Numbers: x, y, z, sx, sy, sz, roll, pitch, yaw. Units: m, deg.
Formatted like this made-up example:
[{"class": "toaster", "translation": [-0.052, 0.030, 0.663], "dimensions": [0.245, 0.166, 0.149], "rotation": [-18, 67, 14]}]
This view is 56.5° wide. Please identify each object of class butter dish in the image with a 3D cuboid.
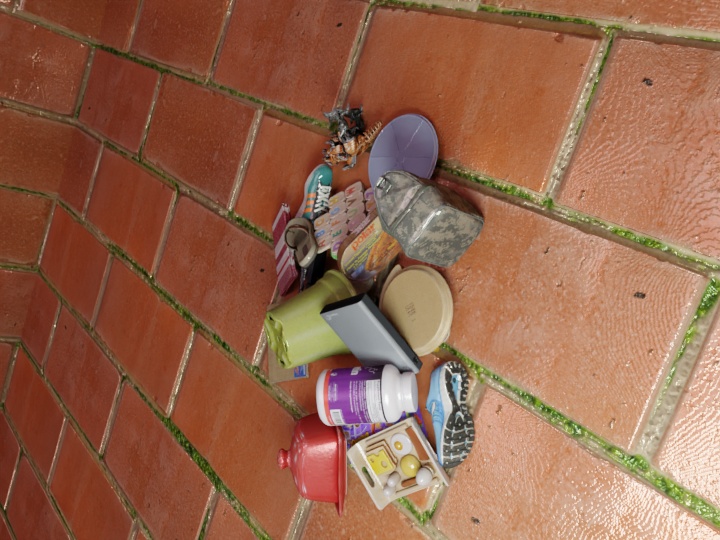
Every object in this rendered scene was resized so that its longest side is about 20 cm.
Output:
[{"class": "butter dish", "translation": [-0.109, 0.405, 1.455], "dimensions": [0.200, 0.144, 0.206], "rotation": [-129, 39, -72]}]

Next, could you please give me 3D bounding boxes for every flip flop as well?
[{"class": "flip flop", "translation": [-0.150, -0.074, 1.581], "dimensions": [0.082, 0.057, 0.201], "rotation": [-56, 28, 17]}]

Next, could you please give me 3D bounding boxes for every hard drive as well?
[{"class": "hard drive", "translation": [0.021, 0.139, 1.377], "dimensions": [0.138, 0.201, 0.033], "rotation": [-18, 28, 47]}]

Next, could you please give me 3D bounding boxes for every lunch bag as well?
[{"class": "lunch bag", "translation": [0.130, -0.115, 1.338], "dimensions": [0.140, 0.198, 0.169], "rotation": [-49, 57, 22]}]

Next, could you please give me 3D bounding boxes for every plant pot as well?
[{"class": "plant pot", "translation": [-0.109, 0.124, 1.487], "dimensions": [0.200, 0.181, 0.204], "rotation": [43, 144, 43]}]

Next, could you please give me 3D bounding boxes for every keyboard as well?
[{"class": "keyboard", "translation": [-0.123, 0.031, 1.611], "dimensions": [0.020, 0.127, 0.206], "rotation": [9, 90, 19]}]

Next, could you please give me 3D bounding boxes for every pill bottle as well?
[{"class": "pill bottle", "translation": [0.015, 0.252, 1.357], "dimensions": [0.195, 0.112, 0.116], "rotation": [-7, 77, 14]}]

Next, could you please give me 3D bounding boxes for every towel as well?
[{"class": "towel", "translation": [-0.197, -0.052, 1.734], "dimensions": [0.144, 0.022, 0.205], "rotation": [133, 131, -61]}]

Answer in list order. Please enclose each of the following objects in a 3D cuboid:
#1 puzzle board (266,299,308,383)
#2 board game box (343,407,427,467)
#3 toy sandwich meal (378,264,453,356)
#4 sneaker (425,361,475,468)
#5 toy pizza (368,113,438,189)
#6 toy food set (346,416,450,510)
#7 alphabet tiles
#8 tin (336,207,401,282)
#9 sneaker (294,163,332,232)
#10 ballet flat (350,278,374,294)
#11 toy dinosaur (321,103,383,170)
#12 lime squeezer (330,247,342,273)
[{"class": "puzzle board", "translation": [-0.186, 0.179, 1.722], "dimensions": [0.148, 0.017, 0.206], "rotation": [-15, 74, 41]}, {"class": "board game box", "translation": [0.043, 0.327, 1.452], "dimensions": [0.199, 0.044, 0.137], "rotation": [-35, 60, 35]}, {"class": "toy sandwich meal", "translation": [0.121, 0.083, 1.406], "dimensions": [0.202, 0.069, 0.211], "rotation": [-6, 80, 39]}, {"class": "sneaker", "translation": [0.172, 0.287, 1.330], "dimensions": [0.089, 0.077, 0.206], "rotation": [-20, 65, 60]}, {"class": "toy pizza", "translation": [0.098, -0.249, 1.501], "dimensions": [0.197, 0.031, 0.206], "rotation": [-11, 73, 40]}, {"class": "toy food set", "translation": [0.074, 0.398, 1.360], "dimensions": [0.198, 0.060, 0.145], "rotation": [-33, 89, 35]}, {"class": "alphabet tiles", "translation": [-0.029, -0.123, 1.548], "dimensions": [0.193, 0.015, 0.203], "rotation": [-27, 41, 19]}, {"class": "tin", "translation": [0.032, -0.063, 1.456], "dimensions": [0.200, 0.112, 0.042], "rotation": [-44, 42, 1]}, {"class": "sneaker", "translation": [-0.105, -0.160, 1.664], "dimensions": [0.080, 0.070, 0.204], "rotation": [42, 120, 39]}, {"class": "ballet flat", "translation": [0.000, 0.000, 1.539], "dimensions": [0.071, 0.071, 0.206], "rotation": [-8, 79, 43]}, {"class": "toy dinosaur", "translation": [-0.020, -0.321, 1.610], "dimensions": [0.196, 0.102, 0.139], "rotation": [-15, 87, 23]}, {"class": "lime squeezer", "translation": [-0.052, -0.040, 1.561], "dimensions": [0.037, 0.072, 0.201], "rotation": [-22, 35, -2]}]
